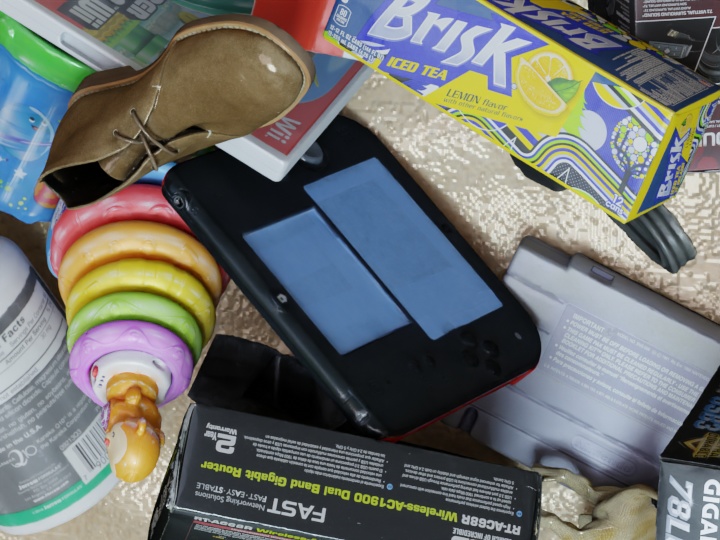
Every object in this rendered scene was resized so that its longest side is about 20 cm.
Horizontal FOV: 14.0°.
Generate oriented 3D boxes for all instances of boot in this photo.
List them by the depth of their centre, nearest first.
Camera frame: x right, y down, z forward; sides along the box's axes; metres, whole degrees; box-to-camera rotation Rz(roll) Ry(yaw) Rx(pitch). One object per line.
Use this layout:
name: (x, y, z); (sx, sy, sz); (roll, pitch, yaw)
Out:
boot: (-0.100, -0.078, 1.559); (0.074, 0.076, 0.200); (46, 143, -20)
boot: (0.002, 0.101, 1.684); (0.164, 0.200, 0.066); (6, 67, 14)

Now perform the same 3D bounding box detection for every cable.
cable: (0.128, -0.066, 1.610); (0.050, 0.200, 0.097); (-33, 118, -14)

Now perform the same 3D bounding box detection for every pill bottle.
pill bottle: (-0.226, 0.051, 1.747); (0.113, 0.113, 0.200); (-23, 118, 20)

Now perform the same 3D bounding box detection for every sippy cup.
sippy cup: (-0.181, -0.104, 1.721); (0.178, 0.139, 0.131); (50, 125, 29)

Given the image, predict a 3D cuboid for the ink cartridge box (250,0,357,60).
ink cartridge box: (0.028, -0.187, 1.596); (0.047, 0.200, 0.161); (28, 114, 29)

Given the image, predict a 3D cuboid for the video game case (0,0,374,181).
video game case: (-0.100, -0.141, 1.677); (0.200, 0.143, 0.017); (32, 129, 5)

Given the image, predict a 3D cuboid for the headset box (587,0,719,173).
headset box: (0.170, -0.146, 1.590); (0.077, 0.149, 0.201); (-3, 105, -5)

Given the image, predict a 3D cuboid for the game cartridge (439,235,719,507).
game cartridge: (0.160, 0.076, 1.722); (0.199, 0.038, 0.130); (28, 106, 7)

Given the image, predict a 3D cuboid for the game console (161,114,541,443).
game console: (0.000, 0.000, 1.653); (0.200, 0.177, 0.031); (49, 123, 14)

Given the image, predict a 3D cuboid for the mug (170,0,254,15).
mug: (-0.048, -0.203, 1.639); (0.184, 0.152, 0.115); (14, 110, 11)

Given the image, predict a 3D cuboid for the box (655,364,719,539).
box: (0.197, 0.169, 1.614); (0.049, 0.200, 0.200); (7, 106, 16)

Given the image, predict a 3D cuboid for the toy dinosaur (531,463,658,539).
toy dinosaur: (0.145, 0.142, 1.694); (0.101, 0.200, 0.058); (9, 65, 9)

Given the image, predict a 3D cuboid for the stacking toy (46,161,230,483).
stacking toy: (-0.126, 0.039, 1.644); (0.109, 0.201, 0.116); (16, 135, -15)

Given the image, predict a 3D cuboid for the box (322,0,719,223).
box: (0.082, -0.108, 1.521); (0.200, 0.064, 0.070); (33, 118, 21)

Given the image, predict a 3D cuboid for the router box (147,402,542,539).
router box: (-0.013, 0.139, 1.607); (0.199, 0.150, 0.062); (11, 70, -6)
